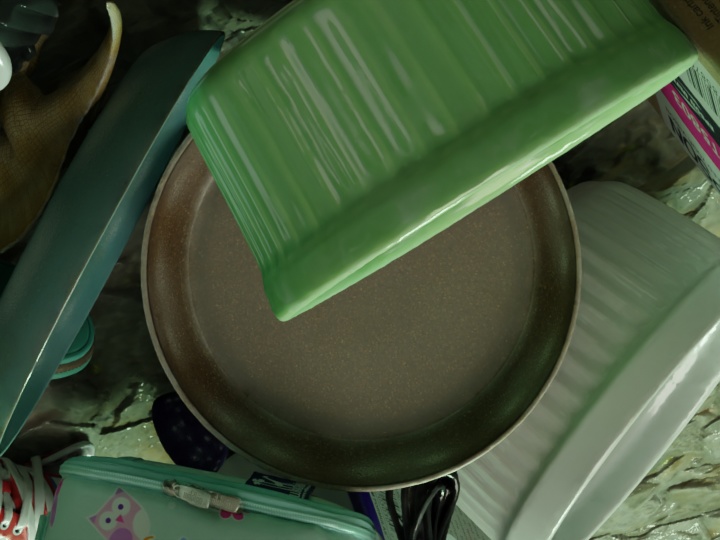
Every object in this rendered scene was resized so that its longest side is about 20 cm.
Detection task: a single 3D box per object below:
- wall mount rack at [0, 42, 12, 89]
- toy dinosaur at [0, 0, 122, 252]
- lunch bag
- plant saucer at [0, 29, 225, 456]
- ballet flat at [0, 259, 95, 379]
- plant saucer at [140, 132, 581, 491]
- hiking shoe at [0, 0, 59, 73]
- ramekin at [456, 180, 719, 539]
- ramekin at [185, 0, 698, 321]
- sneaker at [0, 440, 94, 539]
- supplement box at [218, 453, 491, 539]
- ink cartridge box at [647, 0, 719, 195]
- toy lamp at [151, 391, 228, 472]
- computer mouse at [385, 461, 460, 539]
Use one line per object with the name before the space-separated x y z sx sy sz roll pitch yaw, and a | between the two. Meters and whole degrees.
wall mount rack | -0.221 -0.061 0.765 0.200 0.075 0.174 17 155 12
toy dinosaur | -0.127 -0.057 0.870 0.058 0.101 0.200 26 130 -25
lunch bag | -0.069 0.144 1.046 0.160 0.077 0.200 13 164 11
plant saucer | -0.114 -0.016 0.898 0.027 0.200 0.200 27 132 -3
ballet flat | -0.220 0.022 0.972 0.200 0.067 0.070 14 138 -33
plant saucer | 0.000 0.000 0.991 0.200 0.200 0.032 -23 -173 2
hiking shoe | -0.197 -0.083 0.840 0.200 0.087 0.074 -34 178 36
ramekin | 0.110 0.048 1.093 0.200 0.105 0.200 -46 164 -18
ramekin | 0.027 -0.072 0.874 0.200 0.098 0.200 -32 178 -1
sneaker | -0.190 0.119 1.109 0.112 0.071 0.200 -19 153 3
supplement box | 0.008 0.165 1.255 0.103 0.101 0.200 -35 143 18
ink cartridge box | 0.185 -0.074 0.938 0.075 0.200 0.165 -32 144 -1
toy lamp | -0.015 0.036 1.111 0.200 0.058 0.058 -32 145 18
computer mouse | 0.041 0.163 1.082 0.044 0.110 0.200 -2 167 5
